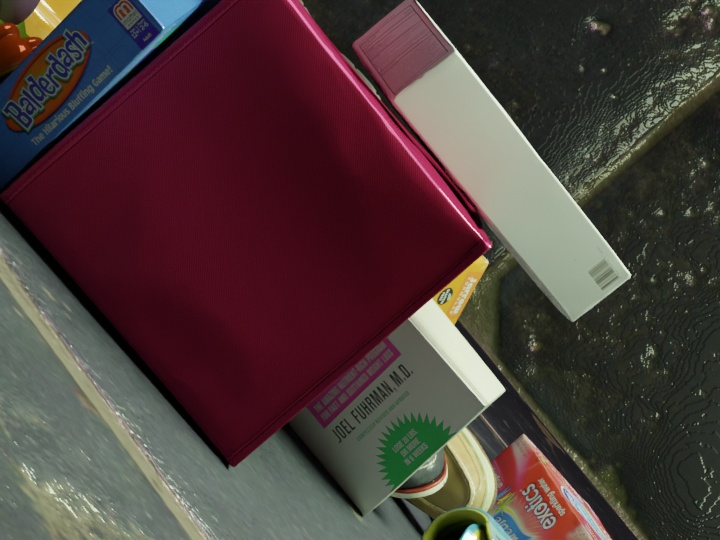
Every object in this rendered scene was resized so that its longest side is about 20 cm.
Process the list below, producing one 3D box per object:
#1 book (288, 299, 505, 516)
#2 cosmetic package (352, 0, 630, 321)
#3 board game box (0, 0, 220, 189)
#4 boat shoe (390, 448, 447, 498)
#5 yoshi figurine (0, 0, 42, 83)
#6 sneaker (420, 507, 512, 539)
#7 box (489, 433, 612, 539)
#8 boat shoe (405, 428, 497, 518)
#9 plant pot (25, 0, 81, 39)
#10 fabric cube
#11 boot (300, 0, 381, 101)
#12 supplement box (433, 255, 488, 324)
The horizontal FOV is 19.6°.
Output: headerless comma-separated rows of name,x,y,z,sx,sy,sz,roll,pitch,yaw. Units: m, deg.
book,-0.015,0.045,1.380,0.200,0.134,0.048,49,32,7
cosmetic package,0.077,-0.063,1.227,0.200,0.051,0.083,48,8,-33
board game box,-0.131,-0.137,1.192,0.045,0.152,0.200,48,30,-5
boat shoe,0.009,0.085,1.500,0.200,0.071,0.063,-119,-155,-50
yoshi figurine,-0.268,-0.187,1.270,0.112,0.112,0.201,-18,78,-41
sneaker,0.105,0.233,1.351,0.200,0.080,0.131,41,-3,38
box,0.140,0.225,1.572,0.096,0.100,0.200,47,6,-25
boat shoe,0.019,0.119,1.569,0.200,0.072,0.076,41,11,37
plant pot,-0.215,-0.243,1.462,0.200,0.183,0.200,48,5,-5
fabric cube,-0.061,-0.040,1.225,0.200,0.196,0.200,48,4,-6
boot,-0.087,-0.144,1.521,0.200,0.130,0.068,47,-34,10
supplement box,0.000,0.000,1.500,0.199,0.067,0.069,-3,38,-48
